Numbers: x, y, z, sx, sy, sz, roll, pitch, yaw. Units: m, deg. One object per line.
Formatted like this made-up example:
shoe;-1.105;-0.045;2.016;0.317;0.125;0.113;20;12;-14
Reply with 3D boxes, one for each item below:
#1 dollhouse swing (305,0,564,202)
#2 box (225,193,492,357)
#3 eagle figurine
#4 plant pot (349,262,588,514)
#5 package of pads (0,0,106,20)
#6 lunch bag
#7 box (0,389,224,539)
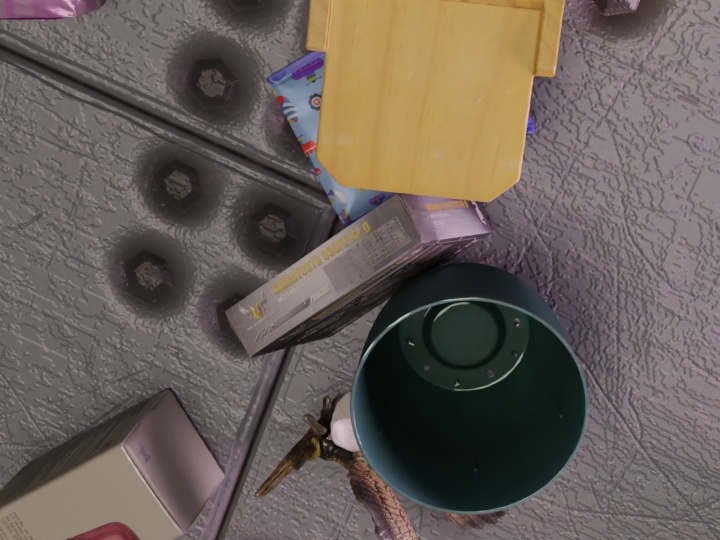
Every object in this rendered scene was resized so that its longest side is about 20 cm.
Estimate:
dollhouse swing;0.057;-0.183;1.470;0.198;0.182;0.177;5;127;0
box;0.000;0.000;1.557;0.199;0.158;0.049;-34;79;25
eagle figurine;0.032;0.201;1.649;0.200;0.151;0.152;36;106;12
plant pot;0.093;0.086;1.551;0.199;0.161;0.202;1;112;2
package of pads;-0.296;-0.324;1.565;0.120;0.076;0.202;1;110;17
lunch bag;0.045;-0.148;1.536;0.199;0.094;0.151;-28;92;11
box;-0.254;0.223;1.734;0.199;0.128;0.109;-28;101;24
